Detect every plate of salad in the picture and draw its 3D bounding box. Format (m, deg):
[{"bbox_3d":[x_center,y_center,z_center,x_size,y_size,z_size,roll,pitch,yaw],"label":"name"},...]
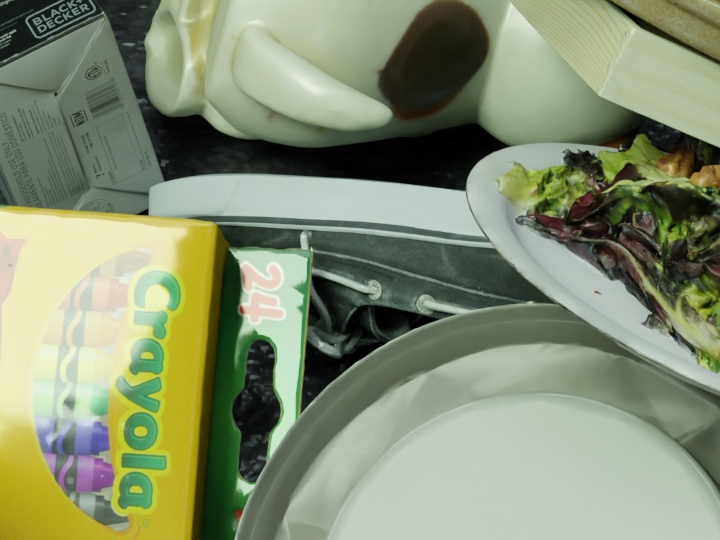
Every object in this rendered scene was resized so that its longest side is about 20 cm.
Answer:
[{"bbox_3d":[0.133,-0.005,0.844,0.199,0.048,0.200,16,23,-7],"label":"plate of salad"}]

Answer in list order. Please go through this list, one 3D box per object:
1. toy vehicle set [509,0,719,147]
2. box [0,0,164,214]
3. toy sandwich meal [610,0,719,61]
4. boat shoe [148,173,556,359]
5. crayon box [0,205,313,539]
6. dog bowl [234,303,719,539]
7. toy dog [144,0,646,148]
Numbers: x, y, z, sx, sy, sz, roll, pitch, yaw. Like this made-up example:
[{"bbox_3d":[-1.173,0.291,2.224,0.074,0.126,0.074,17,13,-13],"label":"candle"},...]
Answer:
[{"bbox_3d":[0.161,-0.058,0.920,0.199,0.027,0.124,21,16,-18],"label":"toy vehicle set"},{"bbox_3d":[-0.156,-0.115,1.032,0.060,0.117,0.200,-27,54,-10],"label":"box"},{"bbox_3d":[0.145,-0.117,0.894,0.205,0.070,0.205,25,16,-8],"label":"toy sandwich meal"},{"bbox_3d":[0.002,0.000,0.961,0.199,0.068,0.074,5,0,26],"label":"boat shoe"},{"bbox_3d":[-0.121,0.042,0.895,0.199,0.051,0.127,3,82,2],"label":"crayon box"},{"bbox_3d":[0.058,0.114,0.825,0.199,0.059,0.201,-5,66,12],"label":"dog bowl"},{"bbox_3d":[0.032,-0.109,1.009,0.199,0.140,0.194,6,16,-18],"label":"toy dog"}]
